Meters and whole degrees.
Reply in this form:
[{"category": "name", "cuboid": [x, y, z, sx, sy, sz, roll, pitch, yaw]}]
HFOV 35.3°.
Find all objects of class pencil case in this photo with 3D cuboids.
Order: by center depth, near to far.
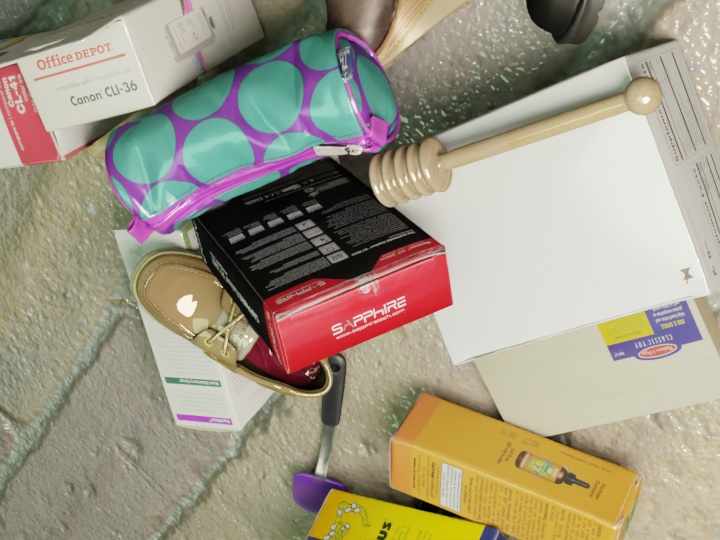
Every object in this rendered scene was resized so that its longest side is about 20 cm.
[{"category": "pencil case", "cuboid": [-0.076, -0.093, 0.785, 0.197, 0.094, 0.085, -21, 149, 18]}]

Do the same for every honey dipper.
[{"category": "honey dipper", "cuboid": [0.094, -0.082, 0.709, 0.198, 0.038, 0.038, -15, 108, 34]}]

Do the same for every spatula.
[{"category": "spatula", "cuboid": [-0.032, 0.159, 1.065, 0.056, 0.021, 0.203, 12, 120, 9]}]

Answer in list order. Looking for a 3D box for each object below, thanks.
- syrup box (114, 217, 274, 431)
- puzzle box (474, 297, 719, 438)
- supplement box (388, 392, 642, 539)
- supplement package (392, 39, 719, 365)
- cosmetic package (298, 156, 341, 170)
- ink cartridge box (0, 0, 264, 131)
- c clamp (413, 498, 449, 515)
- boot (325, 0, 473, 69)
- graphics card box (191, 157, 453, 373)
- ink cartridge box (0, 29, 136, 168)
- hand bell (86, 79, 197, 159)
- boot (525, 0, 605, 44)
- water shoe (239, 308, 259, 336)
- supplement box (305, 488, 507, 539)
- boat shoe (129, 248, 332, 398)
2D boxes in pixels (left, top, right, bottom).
[{"category": "syrup box", "cuboid": [-0.145, 0.039, 1.026, 0.080, 0.079, 0.203, 1, 117, 29]}, {"category": "puzzle box", "cuboid": [0.180, 0.057, 0.886, 0.198, 0.025, 0.134, -19, 105, 35]}, {"category": "supplement box", "cuboid": [0.124, 0.172, 0.926, 0.197, 0.067, 0.070, 17, 130, 24]}, {"category": "supplement package", "cuboid": [0.138, -0.045, 0.782, 0.198, 0.110, 0.158, -19, 94, 35]}, {"category": "cosmetic package", "cuboid": [-0.055, -0.066, 0.912, 0.051, 0.082, 0.203, 34, 145, 67]}, {"category": "ink cartridge box", "cuboid": [-0.175, -0.164, 0.853, 0.115, 0.200, 0.068, -8, 113, 32]}, {"category": "c clamp", "cuboid": [0.132, 0.239, 1.018, 0.170, 0.027, 0.201, 39, 130, 12]}, {"category": "boot", "cuboid": [-0.011, -0.228, 0.806, 0.199, 0.072, 0.167, -33, 100, 28]}, {"category": "graphics card box", "cuboid": [-0.034, -0.012, 0.793, 0.200, 0.124, 0.052, 43, 150, 56]}, {"category": "ink cartridge box", "cuboid": [-0.291, -0.147, 0.963, 0.197, 0.148, 0.087, -1, 116, 29]}, {"category": "hand bell", "cuboid": [-0.120, -0.039, 0.901, 0.103, 0.104, 0.202, -25, 102, 37]}, {"category": "boot", "cuboid": [0.077, -0.248, 0.706, 0.155, 0.080, 0.215, -2, 109, -3]}, {"category": "water shoe", "cuboid": [0.000, 0.000, 0.879, 0.079, 0.197, 0.073, 33, 132, 53]}, {"category": "supplement box", "cuboid": [0.047, 0.279, 0.985, 0.198, 0.110, 0.109, 3, 144, 44]}, {"category": "boat shoe", "cuboid": [-0.100, 0.046, 0.949, 0.198, 0.066, 0.075, 30, 92, -29]}]
